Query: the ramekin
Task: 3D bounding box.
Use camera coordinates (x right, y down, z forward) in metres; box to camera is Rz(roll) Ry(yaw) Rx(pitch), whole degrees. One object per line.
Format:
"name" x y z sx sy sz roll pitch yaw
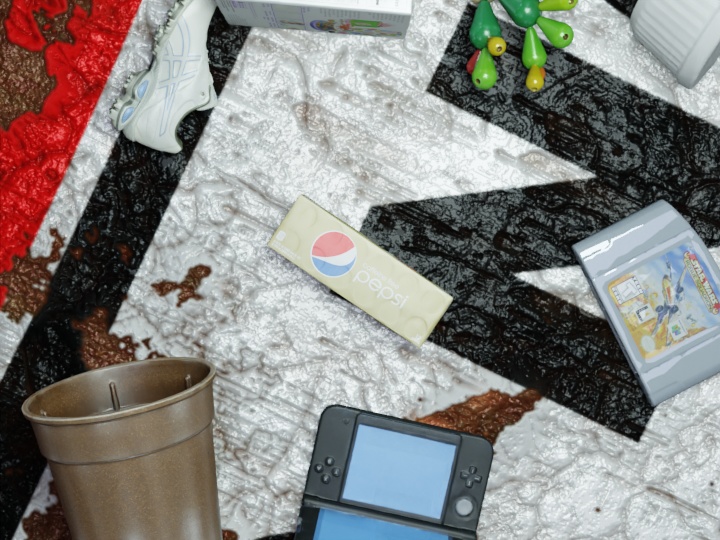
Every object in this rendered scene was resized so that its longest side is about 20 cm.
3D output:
"ramekin" 0.360 -0.293 1.198 0.094 0.202 0.203 38 92 11

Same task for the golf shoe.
"golf shoe" -0.186 -0.221 1.260 0.097 0.078 0.201 30 100 -14

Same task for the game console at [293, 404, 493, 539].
"game console" 0.037 0.253 1.257 0.199 0.118 0.172 12 93 -2

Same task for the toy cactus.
"toy cactus" 0.163 -0.289 1.255 0.165 0.102 0.200 37 95 17

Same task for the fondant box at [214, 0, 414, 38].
"fondant box" -0.045 -0.286 1.214 0.199 0.144 0.059 6 92 -1

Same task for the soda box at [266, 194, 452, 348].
"soda box" 0.000 0.000 1.270 0.200 0.064 0.068 34 92 -1

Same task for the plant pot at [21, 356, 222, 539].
"plant pot" -0.231 0.213 1.225 0.199 0.200 0.199 -10 101 0

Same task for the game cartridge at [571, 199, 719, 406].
"game cartridge" 0.334 0.032 1.289 0.133 0.042 0.201 -28 93 5
